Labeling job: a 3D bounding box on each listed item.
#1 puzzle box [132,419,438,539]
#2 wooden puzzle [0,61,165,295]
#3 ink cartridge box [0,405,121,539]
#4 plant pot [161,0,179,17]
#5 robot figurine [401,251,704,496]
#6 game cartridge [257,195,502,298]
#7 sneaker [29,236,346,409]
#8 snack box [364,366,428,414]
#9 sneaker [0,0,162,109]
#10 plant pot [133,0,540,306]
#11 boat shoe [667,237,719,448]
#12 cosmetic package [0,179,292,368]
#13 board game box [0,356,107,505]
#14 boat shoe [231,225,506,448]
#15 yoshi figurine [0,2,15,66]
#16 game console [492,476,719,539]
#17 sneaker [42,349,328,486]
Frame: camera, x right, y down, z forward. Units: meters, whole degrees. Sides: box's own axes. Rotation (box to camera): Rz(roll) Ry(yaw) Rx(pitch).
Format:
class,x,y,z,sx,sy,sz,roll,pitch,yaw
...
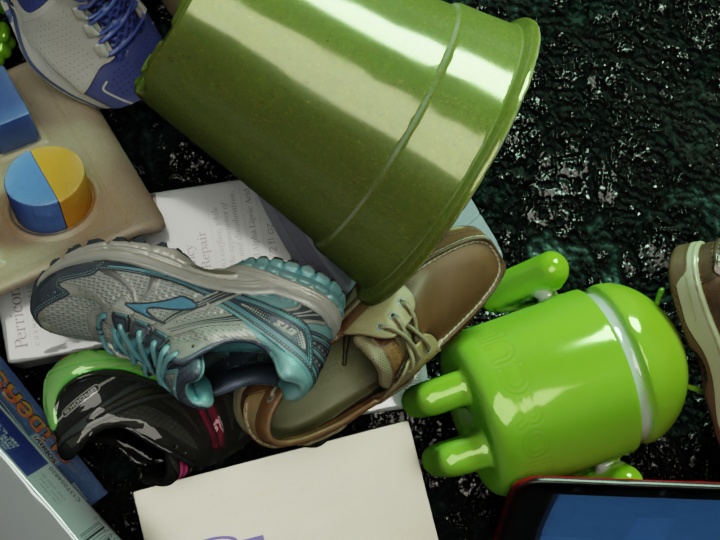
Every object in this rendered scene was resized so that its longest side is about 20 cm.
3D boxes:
class,x,y,z,sx,sy,sz,roll,pitch,yaw
puzzle box,-0.047,0.191,1.056,0.199,0.025,0.134,-13,86,-5
wooden puzzle,-0.252,-0.063,0.995,0.199,0.046,0.185,-22,52,-18
ink cartridge box,-0.252,0.201,0.980,0.200,0.041,0.200,46,112,5
plant pot,-0.069,-0.222,1.023,0.199,0.200,0.135,2,103,-4
robot figurine,0.132,0.079,1.032,0.199,0.116,0.176,-19,84,-10
game cartridge,0.003,-0.050,1.036,0.133,0.040,0.200,-40,103,-27
sneaker,-0.113,0.036,0.925,0.199,0.078,0.087,2,55,14
snack box,0.000,0.000,1.078,0.072,0.024,0.201,-8,85,-5
sneaker,-0.179,-0.184,0.969,0.081,0.115,0.200,-54,128,-24
plant pot,-0.025,-0.113,0.913,0.189,0.200,0.201,31,83,-12
boat shoe,0.273,0.070,1.033,0.075,0.075,0.203,-13,116,27
cosmetic package,-0.147,0.002,1.043,0.199,0.074,0.102,-10,84,-7
board game box,-0.278,0.110,1.012,0.135,0.034,0.200,-40,88,22
boat shoe,0.011,0.050,0.971,0.200,0.074,0.076,-38,109,-5
yoshi figurine,-0.284,-0.184,1.030,0.200,0.112,0.112,-35,84,-14
game console,0.188,0.226,1.024,0.199,0.119,0.173,3,84,-4
sneaker,-0.113,0.105,1.017,0.199,0.077,0.084,6,68,-18
